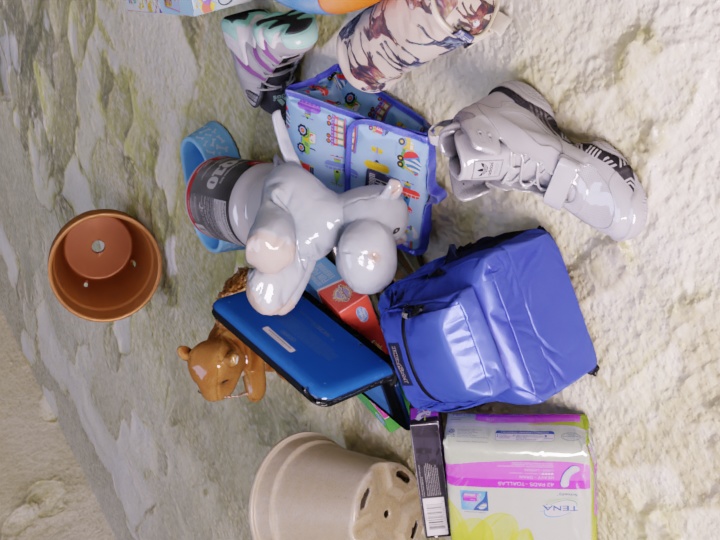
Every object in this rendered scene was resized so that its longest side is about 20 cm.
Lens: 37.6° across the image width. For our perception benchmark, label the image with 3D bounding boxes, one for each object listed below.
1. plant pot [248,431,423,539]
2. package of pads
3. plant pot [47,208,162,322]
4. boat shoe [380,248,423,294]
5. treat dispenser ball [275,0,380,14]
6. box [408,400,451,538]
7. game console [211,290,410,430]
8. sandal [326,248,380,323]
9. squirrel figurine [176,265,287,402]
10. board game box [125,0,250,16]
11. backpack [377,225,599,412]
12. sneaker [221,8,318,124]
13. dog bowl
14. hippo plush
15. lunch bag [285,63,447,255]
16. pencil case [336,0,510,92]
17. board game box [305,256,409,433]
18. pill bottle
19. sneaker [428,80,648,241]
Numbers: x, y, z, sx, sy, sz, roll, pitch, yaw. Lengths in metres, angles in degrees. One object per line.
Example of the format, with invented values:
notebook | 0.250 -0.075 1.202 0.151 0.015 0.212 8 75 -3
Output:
plant pot | -0.019 0.323 1.430 0.182 0.199 0.203 -7 105 47
package of pads | 0.169 0.243 1.094 0.152 0.068 0.203 -1 117 11
plant pot | -0.469 -0.025 1.917 0.140 0.197 0.203 -138 35 -62
boat shoe | 0.056 0.042 1.201 0.201 0.075 0.072 54 148 21
treat dispenser ball | -0.030 -0.335 0.956 0.200 0.199 0.203 37 139 41
box | 0.076 0.180 1.194 0.201 0.035 0.145 -84 -14 -66
game console | -0.052 0.109 1.181 0.199 0.169 0.120 35 127 35
sandal | 0.000 0.001 1.288 0.203 0.057 0.080 61 167 -7
squirrel figurine | -0.180 0.090 1.498 0.139 0.186 0.204 11 102 22
board game box | -0.221 -0.386 1.331 0.199 0.102 0.106 22 128 51
backpack | 0.101 0.056 1.049 0.199 0.166 0.165 -15 92 58
sneaker | -0.095 -0.236 1.268 0.200 0.077 0.142 31 137 59
dog bowl | -0.216 -0.116 1.564 0.111 0.049 0.203 29 134 47
hippo plush | -0.030 -0.035 1.128 0.160 0.158 0.202 94 -176 -55
lunch bag | 0.016 -0.115 1.171 0.198 0.094 0.152 28 133 31
pencil case | 0.052 -0.230 1.018 0.090 0.078 0.199 48 154 -16
board game box | -0.012 0.082 1.295 0.153 0.040 0.202 41 158 52
pill bottle | -0.142 -0.088 1.398 0.199 0.113 0.116 14 122 54
sneaker | 0.149 -0.083 0.923 0.200 0.114 0.076 48 146 30
